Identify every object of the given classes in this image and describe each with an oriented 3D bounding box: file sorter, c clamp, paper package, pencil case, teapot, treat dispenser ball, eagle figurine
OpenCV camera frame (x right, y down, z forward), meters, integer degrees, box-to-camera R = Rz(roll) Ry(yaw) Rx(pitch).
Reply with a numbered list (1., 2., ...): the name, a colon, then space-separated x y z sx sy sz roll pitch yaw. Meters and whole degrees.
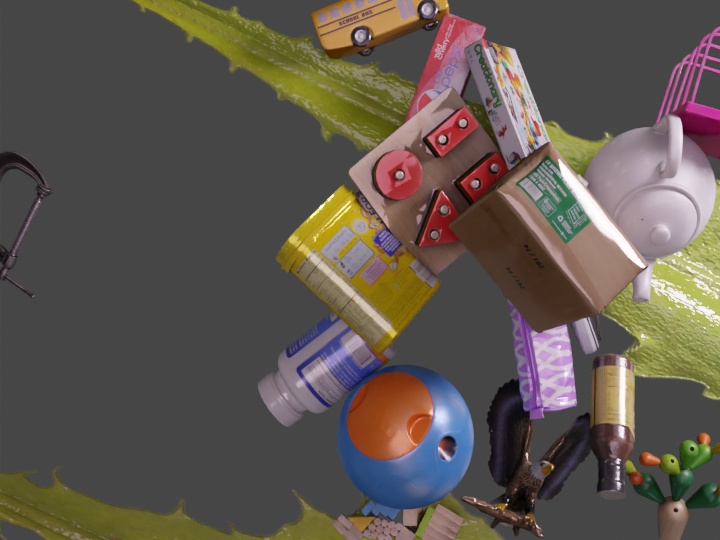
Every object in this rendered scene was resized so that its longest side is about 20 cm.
1. file sorter: 0.502 -0.240 1.188 0.137 0.200 0.128 17 90 5
2. c clamp: -0.556 -0.082 1.390 0.169 0.027 0.203 24 95 10
3. paper package: 0.235 -0.035 1.110 0.103 0.191 0.201 -40 90 -18
4. pencil case: 0.254 0.103 1.228 0.083 0.085 0.204 -15 81 31
5. teapot: 0.403 -0.092 1.193 0.197 0.147 0.200 -37 113 28
6. treat dispenser ball: 0.064 0.238 1.243 0.197 0.201 0.205 0 91 6
7. eagle figurine: 0.254 0.285 1.278 0.152 0.149 0.202 45 56 -34

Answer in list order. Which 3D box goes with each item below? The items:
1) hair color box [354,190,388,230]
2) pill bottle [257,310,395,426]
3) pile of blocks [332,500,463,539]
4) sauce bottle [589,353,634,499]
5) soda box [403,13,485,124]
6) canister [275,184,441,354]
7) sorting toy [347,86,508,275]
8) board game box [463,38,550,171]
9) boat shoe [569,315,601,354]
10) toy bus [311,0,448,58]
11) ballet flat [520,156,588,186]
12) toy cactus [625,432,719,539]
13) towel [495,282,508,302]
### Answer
1. hair color box: -0.001 -0.058 1.312 0.199 0.061 0.101 -35 88 6
2. pill bottle: -0.054 0.142 1.297 0.199 0.112 0.113 -38 88 6
3. pile of blocks: 0.056 0.385 1.322 0.196 0.062 0.084 5 73 2
4. sauce bottle: 0.360 0.223 1.237 0.063 0.065 0.203 8 62 5
5. soda box: 0.121 -0.273 1.293 0.069 0.063 0.203 20 94 5
6. canister: 0.000 0.000 1.219 0.200 0.087 0.149 43 62 3
7. sorting toy: 0.117 -0.123 1.235 0.198 0.070 0.201 -39 97 0
8. board game box: 0.221 -0.227 1.244 0.034 0.126 0.203 -23 83 32
9. boat shoe: 0.323 0.022 1.242 0.070 0.072 0.203 -17 106 3
10. toy bus: 0.031 -0.382 1.300 0.197 0.065 0.080 -20 88 6
11. ballet flat: 0.287 -0.084 1.170 0.073 0.073 0.201 -34 105 5
12. toy cactus: 0.461 0.318 1.271 0.196 0.103 0.168 4 110 3
13. towel: 0.246 -0.042 1.300 0.148 0.036 0.201 -36 87 5
